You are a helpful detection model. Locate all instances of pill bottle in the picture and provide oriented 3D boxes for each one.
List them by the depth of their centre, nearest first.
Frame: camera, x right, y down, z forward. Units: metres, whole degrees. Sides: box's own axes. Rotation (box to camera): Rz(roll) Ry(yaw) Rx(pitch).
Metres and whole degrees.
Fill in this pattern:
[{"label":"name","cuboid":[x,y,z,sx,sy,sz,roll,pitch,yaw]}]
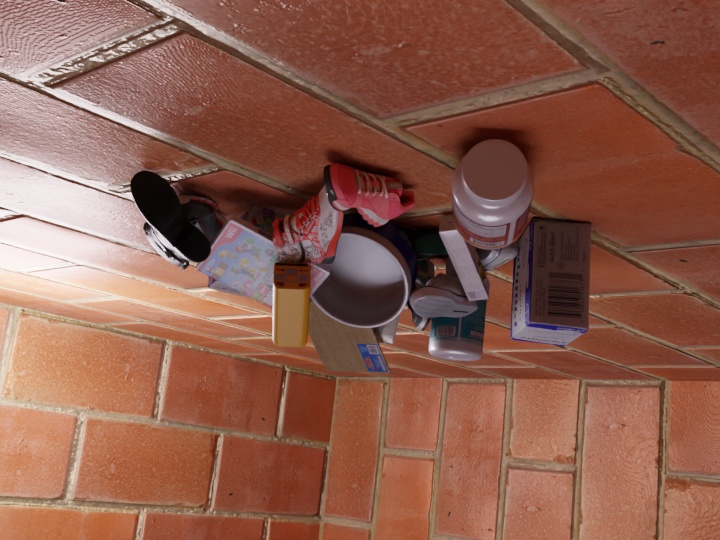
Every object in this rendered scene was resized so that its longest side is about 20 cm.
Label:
[{"label":"pill bottle","cuboid":[0.182,-0.106,1.265,0.112,0.113,0.200,5,167,7]},{"label":"pill bottle","cuboid":[0.202,0.079,1.873,0.110,0.201,0.111,7,168,2]}]

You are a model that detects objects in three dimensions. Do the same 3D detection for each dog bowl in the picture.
[{"label":"dog bowl","cuboid":[0.000,0.000,1.644,0.199,0.079,0.201,10,124,14]}]

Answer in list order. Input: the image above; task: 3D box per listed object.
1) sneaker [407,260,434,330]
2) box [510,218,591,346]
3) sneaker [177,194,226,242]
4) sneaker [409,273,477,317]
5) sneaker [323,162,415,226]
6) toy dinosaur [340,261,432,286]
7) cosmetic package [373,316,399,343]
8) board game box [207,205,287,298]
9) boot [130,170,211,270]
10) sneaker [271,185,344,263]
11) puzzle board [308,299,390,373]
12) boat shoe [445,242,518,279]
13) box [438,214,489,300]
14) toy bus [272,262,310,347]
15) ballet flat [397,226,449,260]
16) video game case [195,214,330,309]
[{"label":"sneaker","cuboid":[0.086,0.030,1.828,0.120,0.200,0.084,20,123,-12]},{"label":"box","cuboid":[0.331,0.026,1.609,0.104,0.185,0.200,5,167,2]},{"label":"sneaker","cuboid":[-0.298,-0.081,1.678,0.077,0.082,0.200,3,166,17]},{"label":"sneaker","cuboid":[0.143,0.043,1.680,0.073,0.071,0.200,-32,157,24]},{"label":"sneaker","cuboid":[0.016,-0.127,1.396,0.087,0.074,0.200,-16,162,27]},{"label":"toy dinosaur","cuboid":[0.062,-0.021,1.749,0.199,0.089,0.047,8,178,-25]},{"label":"cosmetic package","cuboid":[0.018,0.066,1.944,0.105,0.071,0.200,6,-150,-10]},{"label":"board game box","cuboid":[-0.201,-0.031,1.735,0.105,0.103,0.200,14,156,-27]},{"label":"boot","cuboid":[-0.350,-0.078,1.599,0.200,0.069,0.174,56,157,-16]},{"label":"sneaker","cuboid":[-0.088,-0.077,1.491,0.107,0.067,0.202,1,147,-9]},{"label":"puzzle board","cuboid":[-0.035,0.131,1.853,0.150,0.017,0.200,-1,130,27]},{"label":"boat shoe","cuboid":[0.230,-0.021,1.728,0.070,0.071,0.200,14,159,-19]},{"label":"box","cuboid":[0.186,-0.020,1.626,0.041,0.039,0.200,-8,139,21]},{"label":"toy bus","cuboid":[-0.121,0.068,1.598,0.065,0.078,0.200,1,138,-5]},{"label":"ballet flat","cuboid":[0.097,-0.044,1.694,0.199,0.068,0.068,4,176,11]},{"label":"video game case","cuboid":[-0.172,-0.003,1.616,0.200,0.017,0.143,29,129,-17]}]
